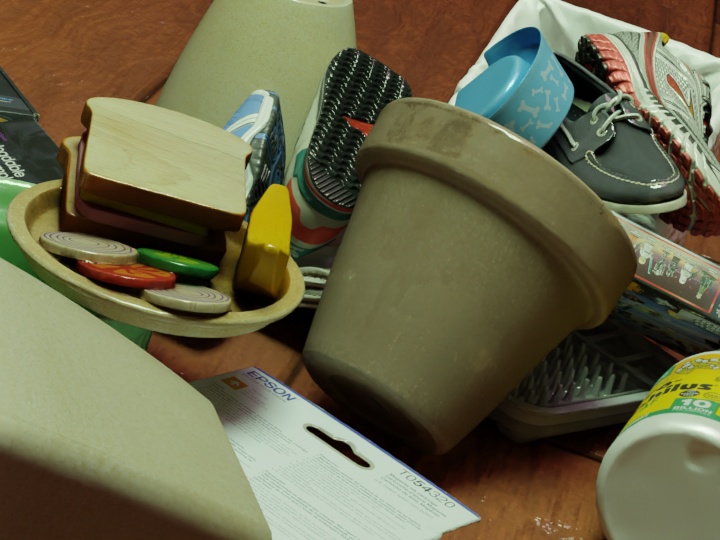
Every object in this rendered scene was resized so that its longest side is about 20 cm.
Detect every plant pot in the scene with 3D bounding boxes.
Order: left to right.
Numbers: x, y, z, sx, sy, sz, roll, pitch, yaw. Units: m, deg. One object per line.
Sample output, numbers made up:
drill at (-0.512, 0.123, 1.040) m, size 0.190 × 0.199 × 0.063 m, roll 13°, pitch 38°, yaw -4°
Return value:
plant pot at (-0.156, 0.122, 0.939) m, size 0.176 × 0.201 × 0.200 m, roll 18°, pitch 19°, yaw -27°
plant pot at (-0.075, -0.126, 1.572) m, size 0.185 × 0.202 × 0.188 m, roll 14°, pitch 22°, yaw -6°
plant pot at (0.053, 0.016, 1.315) m, size 0.199 × 0.175 × 0.201 m, roll 31°, pitch -17°, yaw 11°

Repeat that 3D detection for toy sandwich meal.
toy sandwich meal at (-0.116, -0.033, 1.218) m, size 0.203 × 0.071 × 0.206 m, roll 16°, pitch 22°, yaw -6°

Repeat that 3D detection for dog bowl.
dog bowl at (0.073, -0.091, 1.462) m, size 0.049 × 0.200 × 0.112 m, roll 40°, pitch 33°, yaw -18°

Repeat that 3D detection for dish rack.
dish rack at (0.127, 0.068, 1.464) m, size 0.199 × 0.044 × 0.171 m, roll -5°, pitch 31°, yaw -44°

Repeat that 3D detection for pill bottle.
pill bottle at (0.229, 0.118, 1.324) m, size 0.112 × 0.114 × 0.200 m, roll 22°, pitch 23°, yaw 15°

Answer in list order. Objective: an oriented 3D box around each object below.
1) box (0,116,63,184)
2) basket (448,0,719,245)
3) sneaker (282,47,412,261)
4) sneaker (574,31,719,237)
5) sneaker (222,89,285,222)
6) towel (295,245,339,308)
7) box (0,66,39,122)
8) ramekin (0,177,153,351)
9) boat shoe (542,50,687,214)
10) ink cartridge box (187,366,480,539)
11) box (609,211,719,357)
box at (-0.289, -0.048, 1.386) m, size 0.198 × 0.036 × 0.143 m, roll -11°, pitch 34°, yaw -28°
basket at (0.173, -0.082, 1.623) m, size 0.198 × 0.162 × 0.199 m, roll 23°, pitch 51°, yaw 14°
sneaker at (-0.023, -0.083, 1.474) m, size 0.070 × 0.094 × 0.200 m, roll 32°, pitch 35°, yaw -11°
sneaker at (0.232, -0.110, 1.496) m, size 0.081 × 0.078 × 0.201 m, roll -14°, pitch 53°, yaw -16°
sneaker at (-0.103, -0.054, 1.429) m, size 0.076 × 0.076 × 0.201 m, roll 9°, pitch 50°, yaw 14°
towel at (0.000, 0.000, 1.488) m, size 0.132 × 0.035 × 0.199 m, roll 3°, pitch 9°, yaw 37°
box at (-0.364, -0.137, 1.556) m, size 0.198 × 0.050 × 0.199 m, roll 6°, pitch 18°, yaw -23°
ramekin at (-0.218, 0.026, 1.234) m, size 0.198 × 0.099 × 0.200 m, roll 14°, pitch 21°, yaw -6°
boat shoe at (0.167, -0.100, 1.450) m, size 0.072 × 0.063 × 0.200 m, roll -12°, pitch 29°, yaw -19°
ink cartridge box at (-0.062, 0.130, 1.177) m, size 0.196 × 0.044 × 0.199 m, roll 31°, pitch 23°, yaw 31°
box at (0.200, 0.008, 1.449) m, size 0.199 × 0.040 × 0.137 m, roll 27°, pitch -11°, yaw -3°
